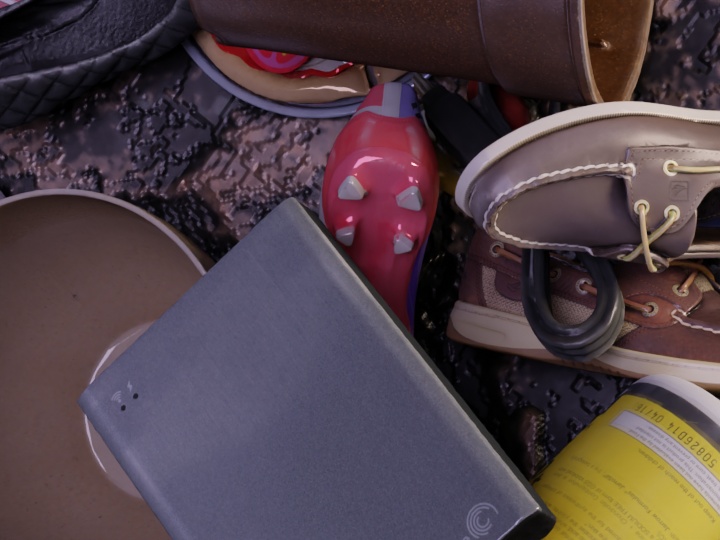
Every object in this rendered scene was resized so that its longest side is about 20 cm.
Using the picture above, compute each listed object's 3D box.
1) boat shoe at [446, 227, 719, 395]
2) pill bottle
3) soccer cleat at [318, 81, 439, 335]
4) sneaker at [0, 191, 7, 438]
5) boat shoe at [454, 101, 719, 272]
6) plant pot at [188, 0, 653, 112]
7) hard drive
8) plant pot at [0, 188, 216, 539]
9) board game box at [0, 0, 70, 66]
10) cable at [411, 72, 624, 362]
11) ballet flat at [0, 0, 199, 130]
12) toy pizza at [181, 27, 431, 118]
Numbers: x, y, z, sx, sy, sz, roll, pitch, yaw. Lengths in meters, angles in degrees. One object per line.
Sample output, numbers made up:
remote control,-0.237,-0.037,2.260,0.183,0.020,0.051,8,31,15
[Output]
boat shoe,0.138,0.017,1.303,0.199,0.072,0.072,10,88,29
pill bottle,0.099,0.148,1.223,0.200,0.112,0.112,-42,69,-16
soccer cleat,0.000,0.000,1.333,0.066,0.077,0.200,12,134,-1
sneaker,-0.214,0.045,1.432,0.074,0.082,0.201,-8,82,20
boat shoe,0.141,-0.033,1.249,0.072,0.199,0.060,113,144,-45
plant pot,0.029,-0.177,1.284,0.198,0.200,0.201,5,86,16
hard drive,-0.022,0.084,1.212,0.140,0.033,0.200,-43,59,7
plant pot,-0.123,0.067,1.365,0.200,0.134,0.201,-3,83,22
board game box,-0.236,-0.168,1.494,0.199,0.030,0.096,9,88,25
cable,0.082,-0.037,1.319,0.097,0.050,0.200,-31,57,-8
ballet flat,-0.138,-0.131,1.408,0.200,0.057,0.067,-33,74,15
toy pizza,-0.020,-0.179,1.404,0.199,0.032,0.201,-2,84,22
